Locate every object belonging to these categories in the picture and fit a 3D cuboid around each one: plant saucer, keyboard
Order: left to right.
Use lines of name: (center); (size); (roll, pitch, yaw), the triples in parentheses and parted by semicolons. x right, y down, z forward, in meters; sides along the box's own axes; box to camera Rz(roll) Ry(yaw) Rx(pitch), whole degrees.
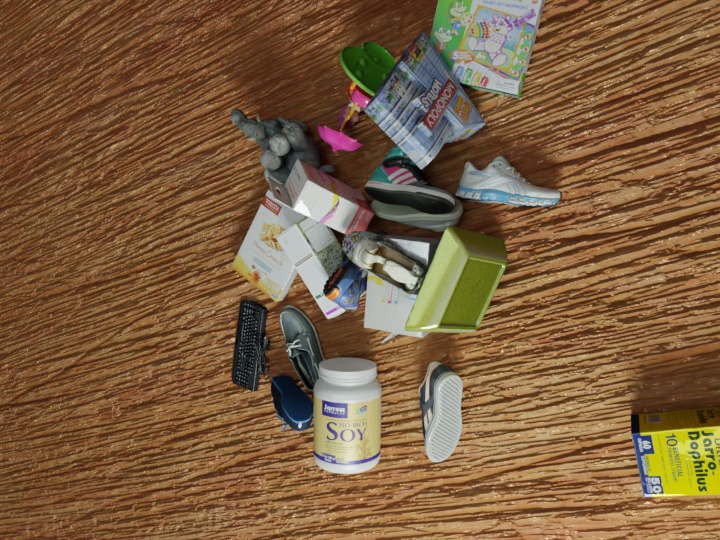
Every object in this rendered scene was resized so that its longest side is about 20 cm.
keyboard: (-0.254, 0.177, 1.442); (0.102, 0.039, 0.206); (11, 100, 24)
plant saucer: (0.189, 0.033, 1.137); (0.048, 0.197, 0.204); (33, 108, 39)

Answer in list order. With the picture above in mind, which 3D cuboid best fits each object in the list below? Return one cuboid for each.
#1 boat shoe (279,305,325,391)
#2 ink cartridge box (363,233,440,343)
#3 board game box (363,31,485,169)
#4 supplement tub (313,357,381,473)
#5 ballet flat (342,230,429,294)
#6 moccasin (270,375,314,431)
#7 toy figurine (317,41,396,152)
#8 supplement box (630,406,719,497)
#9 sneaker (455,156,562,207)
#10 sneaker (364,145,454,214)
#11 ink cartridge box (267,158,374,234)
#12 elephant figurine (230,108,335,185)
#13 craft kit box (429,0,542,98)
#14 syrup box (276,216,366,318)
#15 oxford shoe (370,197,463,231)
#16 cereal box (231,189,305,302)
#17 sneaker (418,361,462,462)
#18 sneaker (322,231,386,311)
boat shoe: (-0.128, 0.172, 1.371); (0.072, 0.061, 0.204); (-29, 82, 23)
ink cartridge box: (0.088, 0.038, 1.225); (0.122, 0.128, 0.206); (7, 98, 23)
board game box: (0.130, -0.294, 1.141); (0.199, 0.202, 0.061); (41, 145, -15)
supplement tub: (-0.027, 0.294, 1.289); (0.142, 0.145, 0.206); (3, 96, 24)
ballet flat: (0.042, -0.017, 1.134); (0.197, 0.072, 0.074); (28, 105, 20)
moccasin: (-0.145, 0.296, 1.350); (0.078, 0.200, 0.070); (3, 106, -18)
toy figurine: (-0.014, -0.330, 1.245); (0.148, 0.203, 0.185); (27, 130, -14)
supplement box: (0.563, 0.299, 1.041); (0.195, 0.109, 0.112); (-12, 89, 24)
sneaker: (0.274, -0.165, 1.156); (0.195, 0.075, 0.089); (10, 93, 23)
sneaker: (0.110, -0.183, 1.202); (0.196, 0.084, 0.123); (17, 75, 34)
ink cartridge box: (-0.080, -0.148, 1.235); (0.068, 0.196, 0.117); (-57, 29, 18)
elephant figurine: (-0.169, -0.274, 1.325); (0.139, 0.157, 0.201); (-30, 39, -5)
craft kit box: (0.230, -0.444, 1.168); (0.196, 0.048, 0.203); (17, 99, 22)
syrup box: (-0.077, -0.012, 1.289); (0.081, 0.078, 0.203); (-27, 97, 45)
oxford shoe: (0.110, -0.112, 1.241); (0.195, 0.058, 0.076); (7, 53, 25)
cereal box: (-0.188, -0.055, 1.391); (0.142, 0.039, 0.203); (34, 107, 17)
sneaker: (0.158, 0.277, 1.246); (0.079, 0.076, 0.206); (-134, 45, -60)
sneaker: (0.000, 0.000, 1.252); (0.079, 0.201, 0.075); (49, 148, -21)
